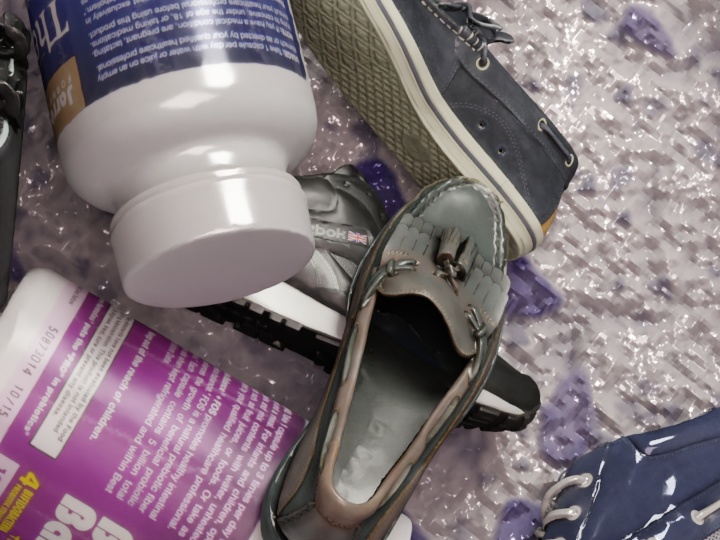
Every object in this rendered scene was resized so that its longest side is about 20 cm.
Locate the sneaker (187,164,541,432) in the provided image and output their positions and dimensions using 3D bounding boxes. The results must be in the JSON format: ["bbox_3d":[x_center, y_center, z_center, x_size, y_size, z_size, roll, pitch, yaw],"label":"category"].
[{"bbox_3d":[0.000,0.000,1.241,0.199,0.076,0.088,27,76,-6],"label":"sneaker"}]

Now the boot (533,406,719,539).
[{"bbox_3d":[0.093,0.134,1.252,0.199,0.073,0.091,-20,82,-18],"label":"boot"}]

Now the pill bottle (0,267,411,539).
[{"bbox_3d":[-0.083,0.093,1.197,0.200,0.112,0.113,31,81,-5],"label":"pill bottle"}]

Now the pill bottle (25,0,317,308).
[{"bbox_3d":[-0.081,-0.091,1.179,0.111,0.111,0.201,-10,70,-10],"label":"pill bottle"}]

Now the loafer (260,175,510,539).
[{"bbox_3d":[0.022,0.038,1.163,0.072,0.063,0.200,28,59,-5],"label":"loafer"}]

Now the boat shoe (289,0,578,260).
[{"bbox_3d":[0.030,-0.094,1.237,0.062,0.075,0.200,-47,115,-19],"label":"boat shoe"}]

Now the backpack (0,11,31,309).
[{"bbox_3d":[-0.241,-0.033,1.148,0.199,0.178,0.151,5,115,-8],"label":"backpack"}]
